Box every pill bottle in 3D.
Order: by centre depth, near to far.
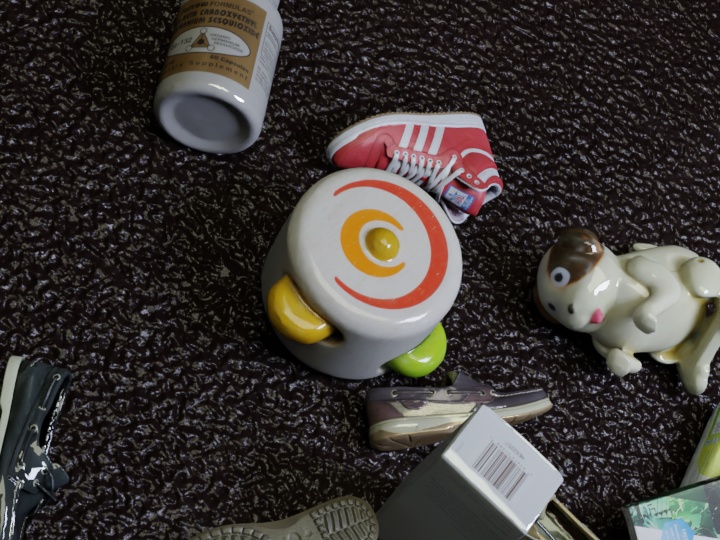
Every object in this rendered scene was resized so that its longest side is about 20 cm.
[{"bbox_3d":[-0.140,-0.233,1.430,0.113,0.115,0.203,17,59,-12],"label":"pill bottle"}]

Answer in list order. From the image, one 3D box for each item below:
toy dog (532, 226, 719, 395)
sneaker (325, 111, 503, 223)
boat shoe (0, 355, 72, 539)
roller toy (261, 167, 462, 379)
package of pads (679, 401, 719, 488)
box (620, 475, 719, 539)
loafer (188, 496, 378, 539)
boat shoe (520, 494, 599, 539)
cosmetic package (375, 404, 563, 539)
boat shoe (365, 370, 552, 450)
[{"bbox_3d":[0.285,0.020,1.461,0.197,0.140,0.196,9,48,-17],"label":"toy dog"},{"bbox_3d":[0.065,-0.106,1.473,0.197,0.071,0.114,-9,65,-28],"label":"sneaker"},{"bbox_3d":[-0.284,0.169,1.192,0.065,0.075,0.202,4,53,-6],"label":"boat shoe"},{"bbox_3d":[0.000,0.000,1.352,0.197,0.140,0.185,8,61,-17],"label":"roller toy"},{"bbox_3d":[0.435,0.246,1.444,0.199,0.068,0.155,36,56,0],"label":"package of pads"},{"bbox_3d":[0.371,0.275,1.359,0.197,0.036,0.147,-16,87,-6],"label":"box"},{"bbox_3d":[-0.079,0.261,1.234,0.197,0.068,0.077,-12,65,-10],"label":"loafer"},{"bbox_3d":[0.163,0.231,1.337,0.199,0.076,0.072,35,57,-2],"label":"boat shoe"},{"bbox_3d":[0.090,0.211,1.244,0.102,0.200,0.074,43,57,3],"label":"cosmetic package"},{"bbox_3d":[0.097,0.131,1.365,0.197,0.072,0.066,-8,73,-19],"label":"boat shoe"}]
